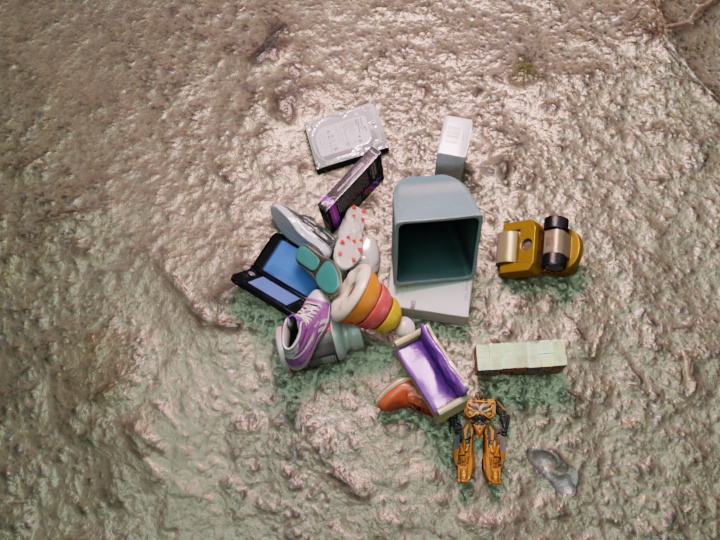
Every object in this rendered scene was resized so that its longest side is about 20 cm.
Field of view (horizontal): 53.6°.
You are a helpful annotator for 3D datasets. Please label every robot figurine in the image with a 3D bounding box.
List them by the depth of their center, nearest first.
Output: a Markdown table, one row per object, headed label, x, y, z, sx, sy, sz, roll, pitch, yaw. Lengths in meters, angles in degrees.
| label | x | y | z | sx | sy | sz | roll | pitch | yaw |
| --- | --- | --- | --- | --- | --- | --- | --- | --- | --- |
| robot figurine | 0.268 | 0.374 | 1.604 | 0.142 | 0.058 | 0.204 | 1 | 74 | 4 |

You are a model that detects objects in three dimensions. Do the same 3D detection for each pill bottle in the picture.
| label | x | y | z | sx | sy | sz | roll | pitch | yaw |
| --- | --- | --- | --- | --- | --- | --- | --- | --- | --- |
| pill bottle | -0.093 | 0.165 | 1.668 | 0.196 | 0.111 | 0.113 | -14 | 73 | 0 |

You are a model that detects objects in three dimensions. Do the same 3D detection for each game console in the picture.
| label | x | y | z | sx | sy | sz | roll | pitch | yaw |
| --- | --- | --- | --- | --- | --- | --- | --- | --- | --- |
| game console | -0.182 | 0.009 | 1.723 | 0.198 | 0.176 | 0.118 | 29 | 106 | 12 |

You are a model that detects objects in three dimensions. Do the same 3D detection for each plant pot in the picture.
| label | x | y | z | sx | sy | sz | roll | pitch | yaw |
| --- | --- | --- | --- | --- | --- | --- | --- | --- | --- |
| plant pot | 0.158 | -0.112 | 1.644 | 0.192 | 0.198 | 0.202 | -6 | 46 | -4 |

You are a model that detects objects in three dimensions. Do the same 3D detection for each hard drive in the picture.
| label | x | y | z | sx | sy | sz | roll | pitch | yaw |
| --- | --- | --- | --- | --- | --- | --- | --- | --- | --- |
| hard drive | -0.037 | -0.346 | 1.853 | 0.196 | 0.038 | 0.142 | -16 | 73 | -1 |

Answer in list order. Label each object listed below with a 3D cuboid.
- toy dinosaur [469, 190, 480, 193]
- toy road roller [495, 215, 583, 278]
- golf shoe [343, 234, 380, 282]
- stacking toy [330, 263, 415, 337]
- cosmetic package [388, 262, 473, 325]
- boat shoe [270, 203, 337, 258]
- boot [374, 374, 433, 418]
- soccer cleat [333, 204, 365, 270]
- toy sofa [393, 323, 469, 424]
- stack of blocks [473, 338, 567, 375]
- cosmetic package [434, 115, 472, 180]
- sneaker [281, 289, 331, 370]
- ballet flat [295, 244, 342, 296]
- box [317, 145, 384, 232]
| label | x | y | z | sx | sy | sz | roll | pitch | yaw |
| --- | --- | --- | --- | --- | --- | --- | --- | --- | --- |
| toy dinosaur | 0.193 | -0.168 | 1.782 | 0.198 | 0.058 | 0.102 | -35 | 89 | 1 |
| toy road roller | 0.434 | -0.041 | 1.698 | 0.198 | 0.145 | 0.125 | -6 | 69 | 42 |
| golf shoe | 0.000 | 0.000 | 1.717 | 0.077 | 0.097 | 0.204 | 10 | 73 | 9 |
| stacking toy | 0.044 | 0.093 | 1.608 | 0.198 | 0.146 | 0.148 | 33 | 77 | -15 |
| cosmetic package | 0.165 | 0.056 | 1.695 | 0.196 | 0.081 | 0.115 | 6 | 72 | 7 |
| boat shoe | -0.138 | -0.103 | 1.781 | 0.199 | 0.072 | 0.071 | 42 | 57 | 10 |
| boot | 0.132 | 0.293 | 1.617 | 0.197 | 0.076 | 0.108 | -19 | 53 | -1 |
| soccer cleat | -0.028 | -0.070 | 1.718 | 0.068 | 0.078 | 0.202 | 23 | 49 | -12 |
| toy sofa | 0.154 | 0.223 | 1.567 | 0.082 | 0.098 | 0.201 | -23 | 58 | -15 |
| stack of blocks | 0.358 | 0.202 | 1.618 | 0.196 | 0.115 | 0.060 | -4 | 73 | 4 |
| cosmetic package | 0.223 | -0.278 | 1.726 | 0.073 | 0.200 | 0.103 | 12 | 75 | 8 |
| sneaker | -0.119 | 0.107 | 1.574 | 0.071 | 0.115 | 0.203 | 7 | 55 | 16 |
| ballet flat | -0.084 | 0.001 | 1.674 | 0.068 | 0.063 | 0.200 | -54 | 45 | 7 |
| box | -0.020 | -0.197 | 1.752 | 0.036 | 0.143 | 0.200 | 41 | 80 | 16 |
